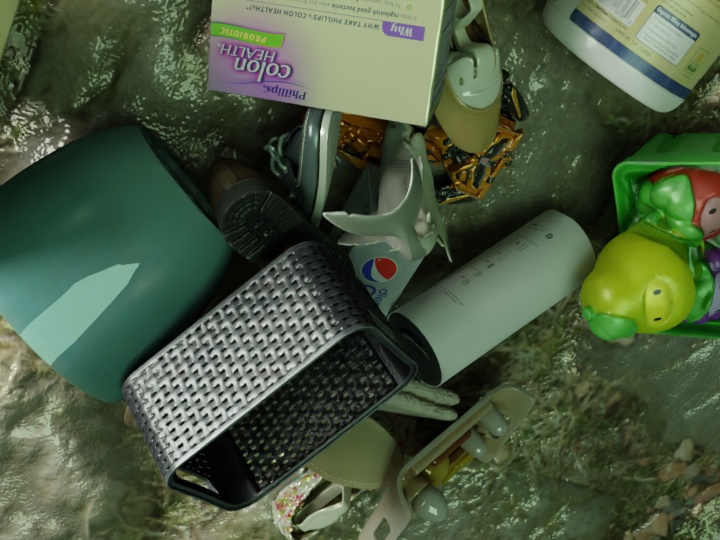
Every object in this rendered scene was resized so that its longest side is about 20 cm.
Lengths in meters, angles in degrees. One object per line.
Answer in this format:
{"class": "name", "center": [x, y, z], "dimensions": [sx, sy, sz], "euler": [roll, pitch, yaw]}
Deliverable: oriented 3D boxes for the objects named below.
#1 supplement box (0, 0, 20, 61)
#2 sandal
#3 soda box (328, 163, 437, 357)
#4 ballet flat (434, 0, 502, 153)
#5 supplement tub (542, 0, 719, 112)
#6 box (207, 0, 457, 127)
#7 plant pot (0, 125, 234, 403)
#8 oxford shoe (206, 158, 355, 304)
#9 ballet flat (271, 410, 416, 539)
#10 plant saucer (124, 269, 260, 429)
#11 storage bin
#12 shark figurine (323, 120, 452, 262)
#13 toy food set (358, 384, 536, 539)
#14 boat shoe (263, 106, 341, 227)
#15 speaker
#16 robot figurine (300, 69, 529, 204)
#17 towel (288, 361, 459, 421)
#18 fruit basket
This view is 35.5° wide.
{"class": "supplement box", "center": [-0.333, -0.127, 0.770], "dimensions": [0.133, 0.201, 0.200], "euler": [21, 152, -24]}
{"class": "sandal", "center": [-0.055, 0.160, 1.146], "dimensions": [0.210, 0.070, 0.078], "euler": [14, 96, 2]}
{"class": "soda box", "center": [0.000, 0.000, 1.025], "dimensions": [0.068, 0.064, 0.201], "euler": [13, 134, -19]}
{"class": "ballet flat", "center": [0.080, -0.193, 0.918], "dimensions": [0.068, 0.063, 0.202], "euler": [-23, 103, -24]}
{"class": "supplement tub", "center": [0.259, -0.248, 0.920], "dimensions": [0.144, 0.145, 0.201], "euler": [26, 112, -26]}
{"class": "box", "center": [-0.014, -0.229, 0.847], "dimensions": [0.174, 0.097, 0.202], "euler": [10, 113, 8]}
{"class": "plant pot", "center": [-0.200, -0.020, 0.922], "dimensions": [0.161, 0.201, 0.201], "euler": [-39, 122, 2]}
{"class": "oxford shoe", "center": [-0.062, -0.026, 0.929], "dimensions": [0.072, 0.085, 0.200], "euler": [-34, 138, -1]}
{"class": "ballet flat", "center": [-0.011, 0.222, 1.189], "dimensions": [0.200, 0.064, 0.076], "euler": [-43, 120, 13]}
{"class": "plant saucer", "center": [-0.128, 0.073, 1.004], "dimensions": [0.029, 0.200, 0.200], "euler": [43, 107, 8]}
{"class": "storage bin", "center": [-0.070, 0.087, 0.896], "dimensions": [0.199, 0.094, 0.135], "euler": [-37, 149, 6]}
{"class": "shark figurine", "center": [0.020, -0.036, 0.873], "dimensions": [0.089, 0.215, 0.129], "euler": [-14, 110, 10]}
{"class": "toy food set", "center": [0.088, 0.211, 1.134], "dimensions": [0.199, 0.060, 0.144], "euler": [-34, 160, -34]}
{"class": "boat shoe", "center": [-0.055, -0.081, 0.947], "dimensions": [0.061, 0.073, 0.200], "euler": [14, 159, -2]}
{"class": "speaker", "center": [0.123, 0.024, 1.048], "dimensions": [0.199, 0.081, 0.082], "euler": [-33, 127, -22]}
{"class": "robot figurine", "center": [0.056, -0.129, 0.994], "dimensions": [0.199, 0.058, 0.146], "euler": [21, 115, -24]}
{"class": "towel", "center": [-0.003, 0.107, 1.060], "dimensions": [0.200, 0.132, 0.035], "euler": [24, 72, -55]}
{"class": "fruit basket", "center": [0.295, -0.009, 1.042], "dimensions": [0.154, 0.216, 0.217], "euler": [3, 128, 27]}
